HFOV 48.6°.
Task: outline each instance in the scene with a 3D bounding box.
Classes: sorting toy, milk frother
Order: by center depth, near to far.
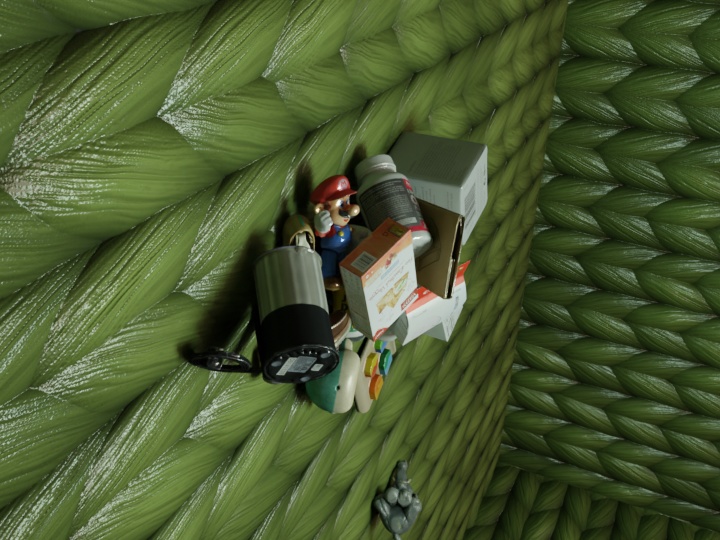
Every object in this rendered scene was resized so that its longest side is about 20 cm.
[{"bbox_3d":[-0.154,0.072,1.239,0.200,0.180,0.188,23,42,-41],"label":"milk frother"},{"bbox_3d":[0.038,0.223,1.930,0.185,0.036,0.200,79,33,-48],"label":"sorting toy"}]

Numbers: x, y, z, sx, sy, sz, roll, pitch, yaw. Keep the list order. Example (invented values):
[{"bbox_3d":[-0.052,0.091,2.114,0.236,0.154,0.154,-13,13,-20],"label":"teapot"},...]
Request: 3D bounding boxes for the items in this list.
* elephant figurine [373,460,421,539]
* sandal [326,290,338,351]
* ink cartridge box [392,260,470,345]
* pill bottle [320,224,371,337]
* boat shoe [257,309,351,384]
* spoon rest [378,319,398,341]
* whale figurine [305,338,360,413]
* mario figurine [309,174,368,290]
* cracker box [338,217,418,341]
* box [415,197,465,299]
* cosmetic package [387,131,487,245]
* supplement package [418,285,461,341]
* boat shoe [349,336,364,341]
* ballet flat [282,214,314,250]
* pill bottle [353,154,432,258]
[{"bbox_3d":[0.117,0.666,2.304,0.155,0.141,0.200,-48,176,5],"label":"elephant figurine"},{"bbox_3d":[-0.086,0.104,1.504,0.080,0.057,0.201,-2,96,-28],"label":"sandal"},{"bbox_3d":[0.160,0.072,1.707,0.162,0.057,0.200,-28,166,-21],"label":"ink cartridge box"},{"bbox_3d":[-0.025,0.018,1.539,0.113,0.113,0.200,-38,138,-58],"label":"pill bottle"},{"bbox_3d":[-0.098,0.121,1.416,0.200,0.076,0.072,-36,114,-31],"label":"boat shoe"},{"bbox_3d":[0.049,0.066,1.795,0.061,0.099,0.200,-25,118,-48],"label":"spoon rest"},{"bbox_3d":[-0.059,0.212,1.631,0.200,0.104,0.159,-102,-158,-82],"label":"whale figurine"},{"bbox_3d":[-0.031,-0.067,1.389,0.123,0.106,0.200,-108,-165,-68],"label":"mario figurine"},{"bbox_3d":[0.038,0.020,1.448,0.134,0.058,0.200,-44,149,-24],"label":"cracker box"},{"bbox_3d":[0.136,-0.049,1.573,0.021,0.200,0.164,1,104,-25],"label":"box"},{"bbox_3d":[0.160,-0.183,1.754,0.165,0.200,0.165,82,30,-43],"label":"cosmetic package"},{"bbox_3d":[0.151,0.061,1.945,0.111,0.156,0.200,-62,155,-26],"label":"supplement package"},{"bbox_3d":[0.034,0.077,1.686,0.200,0.074,0.065,-37,-174,41],"label":"boat shoe"},{"bbox_3d":[-0.107,0.005,1.381,0.069,0.063,0.200,-10,116,-18],"label":"ballet flat"},{"bbox_3d":[0.057,-0.121,1.555,0.200,0.111,0.111,69,12,20],"label":"pill bottle"}]
